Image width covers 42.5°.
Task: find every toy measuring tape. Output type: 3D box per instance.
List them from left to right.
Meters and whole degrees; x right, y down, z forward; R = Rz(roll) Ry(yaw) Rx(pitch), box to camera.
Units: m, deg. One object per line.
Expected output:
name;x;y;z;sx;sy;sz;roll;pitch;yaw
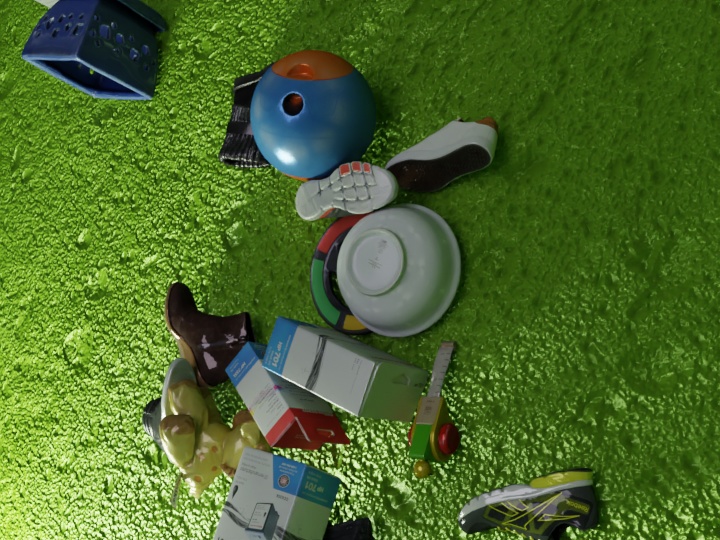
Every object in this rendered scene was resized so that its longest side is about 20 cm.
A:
toy measuring tape;0.114;0.202;1.316;0.073;0.074;0.202;-4;56;36

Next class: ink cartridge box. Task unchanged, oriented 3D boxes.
ink cartridge box;-0.131;0.378;1.354;0.145;0.086;0.202;3;67;44
ink cartridge box;-0.112;0.210;1.436;0.067;0.116;0.201;-48;56;17
ink cartridge box;-0.023;0.145;1.364;0.199;0.146;0.087;23;92;38

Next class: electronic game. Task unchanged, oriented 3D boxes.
electronic game;0.000;0.000;1.445;0.198;0.041;0.203;-9;75;36

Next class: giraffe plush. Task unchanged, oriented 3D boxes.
giraffe plush;-0.218;0.277;1.494;0.160;0.173;0.203;-8;63;13

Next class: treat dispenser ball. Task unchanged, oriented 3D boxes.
treat dispenser ball;-0.074;-0.241;1.452;0.199;0.200;0.204;-9;75;35

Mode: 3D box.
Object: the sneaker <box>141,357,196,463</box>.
sneaker;-0.337;0.229;1.600;0.099;0.070;0.203;27;122;38

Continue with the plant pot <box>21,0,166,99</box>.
plant pot;-0.518;-0.462;1.843;0.198;0.199;0.182;11;81;38

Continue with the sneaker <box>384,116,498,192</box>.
sneaker;0.126;-0.176;1.386;0.198;0.073;0.085;-11;43;41

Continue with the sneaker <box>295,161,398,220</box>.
sneaker;-0.009;-0.120;1.416;0.198;0.081;0.078;-4;88;43

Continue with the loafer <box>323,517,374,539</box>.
loafer;-0.058;0.411;1.390;0.199;0.068;0.071;-20;48;37

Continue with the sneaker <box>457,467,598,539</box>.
sneaker;0.214;0.317;1.193;0.199;0.074;0.086;-27;65;30

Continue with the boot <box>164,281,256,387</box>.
boot;-0.252;0.096;1.601;0.165;0.072;0.203;-22;74;30

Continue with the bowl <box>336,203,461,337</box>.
bowl;0.040;-0.006;1.348;0.199;0.090;0.204;-4;81;28

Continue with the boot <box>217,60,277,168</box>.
boot;-0.156;-0.261;1.593;0.210;0.079;0.160;-7;69;47

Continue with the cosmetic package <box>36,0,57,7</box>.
cosmetic package;-0.654;-0.677;1.985;0.165;0.199;0.170;0;79;37
